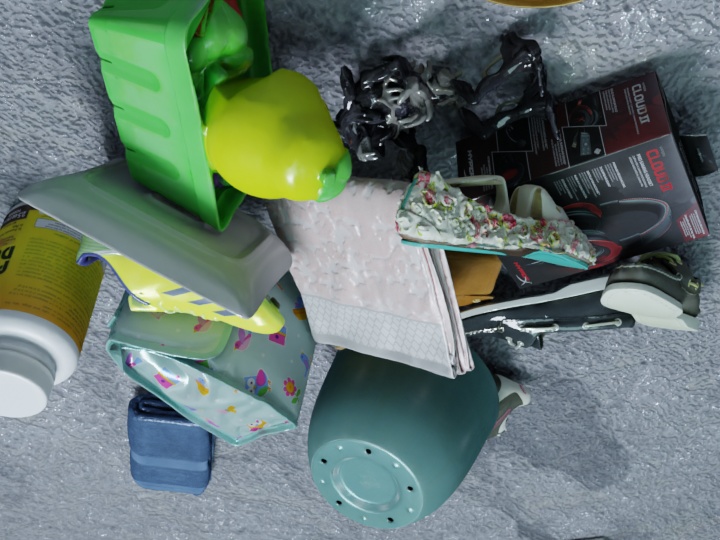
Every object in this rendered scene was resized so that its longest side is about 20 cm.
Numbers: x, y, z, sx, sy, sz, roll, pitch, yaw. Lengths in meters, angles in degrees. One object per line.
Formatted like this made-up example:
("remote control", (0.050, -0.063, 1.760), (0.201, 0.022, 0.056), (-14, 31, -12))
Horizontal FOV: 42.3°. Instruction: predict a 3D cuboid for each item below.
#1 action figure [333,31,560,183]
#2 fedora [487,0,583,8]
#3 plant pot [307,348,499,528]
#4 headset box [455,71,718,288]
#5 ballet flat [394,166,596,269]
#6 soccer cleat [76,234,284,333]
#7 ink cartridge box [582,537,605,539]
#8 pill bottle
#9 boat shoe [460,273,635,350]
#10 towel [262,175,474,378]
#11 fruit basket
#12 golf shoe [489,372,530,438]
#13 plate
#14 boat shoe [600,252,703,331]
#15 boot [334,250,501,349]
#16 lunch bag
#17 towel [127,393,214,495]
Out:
("action figure", (0.054, -0.123, 0.753), (0.199, 0.102, 0.119), (-13, 141, 14))
("fedora", (0.124, -0.240, 0.622), (0.200, 0.082, 0.201), (2, 140, 2))
("plant pot", (0.034, 0.177, 1.008), (0.200, 0.161, 0.201), (12, 126, 18))
("headset box", (0.203, -0.075, 0.809), (0.199, 0.075, 0.149), (-17, 141, 22))
("ballet flat", (0.116, -0.040, 0.733), (0.199, 0.064, 0.076), (7, -177, -35))
("soccer cleat", (-0.161, 0.013, 0.833), (0.200, 0.084, 0.065), (30, 173, 6))
("ink cartridge box", (0.303, 0.501, 1.475), (0.199, 0.086, 0.148), (-12, 137, 16))
("pill bottle", (-0.311, 0.034, 0.885), (0.109, 0.200, 0.109), (2, 139, 2))
("boat shoe", (0.180, 0.052, 0.959), (0.199, 0.061, 0.076), (-15, 177, 24))
("towel", (0.000, 0.000, 0.837), (0.200, 0.032, 0.192), (12, 129, 44))
("fruit basket", (-0.088, -0.128, 0.711), (0.215, 0.156, 0.216), (14, 141, 11))
("golf shoe", (0.132, 0.196, 1.142), (0.088, 0.077, 0.200), (10, 140, -18))
("plate", (-0.155, -0.042, 0.783), (0.199, 0.200, 0.032), (27, 104, -1))
("boat shoe", (0.277, 0.015, 0.874), (0.072, 0.061, 0.202), (7, 173, 32))
("boot", (0.055, 0.031, 0.962), (0.144, 0.071, 0.201), (0, 155, -18))
("lunch bag", (-0.143, 0.051, 0.914), (0.122, 0.171, 0.200), (-23, 131, 39))
("towel", (-0.250, 0.229, 1.227), (0.111, 0.049, 0.200), (8, 140, -5))
